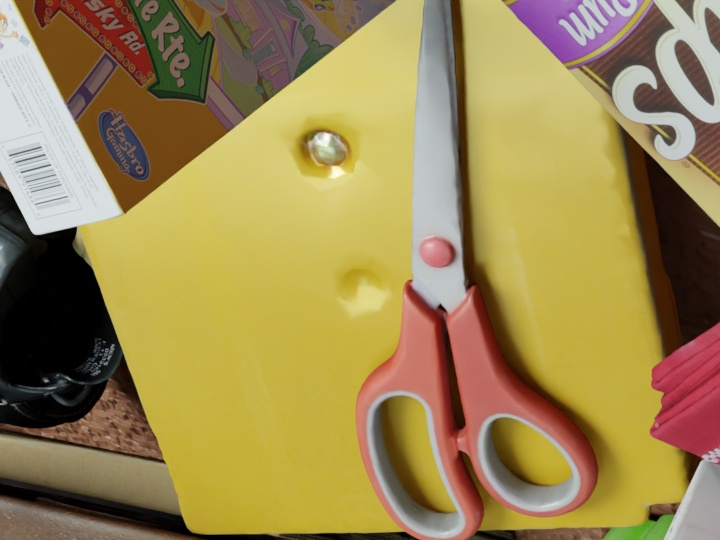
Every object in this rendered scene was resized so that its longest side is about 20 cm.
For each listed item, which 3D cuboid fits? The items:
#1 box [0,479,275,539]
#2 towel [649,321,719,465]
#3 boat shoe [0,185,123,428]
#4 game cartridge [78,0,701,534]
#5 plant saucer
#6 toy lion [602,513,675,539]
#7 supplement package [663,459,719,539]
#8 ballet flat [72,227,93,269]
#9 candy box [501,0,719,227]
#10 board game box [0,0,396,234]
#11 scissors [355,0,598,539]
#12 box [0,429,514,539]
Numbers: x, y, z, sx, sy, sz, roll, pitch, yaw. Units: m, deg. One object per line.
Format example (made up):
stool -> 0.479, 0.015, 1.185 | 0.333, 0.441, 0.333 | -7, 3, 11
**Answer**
box -> -0.110, 0.152, 0.917 | 0.158, 0.200, 0.048 | 17, 107, -11
towel -> 0.190, 0.051, 0.606 | 0.200, 0.023, 0.145 | 23, 155, -8
boat shoe -> -0.124, 0.020, 0.874 | 0.066, 0.075, 0.200 | 23, 156, 20
game cartridge -> 0.004, -0.004, 0.681 | 0.176, 0.032, 0.200 | -3, 126, 18
plant saucer -> -0.095, 0.103, 0.813 | 0.200, 0.035, 0.200 | 13, 174, 1
toy lion -> 0.163, 0.177, 0.833 | 0.191, 0.069, 0.200 | 24, 148, 34
supplement package -> 0.113, 0.179, 0.697 | 0.113, 0.110, 0.200 | 23, 132, 8
ballet flat -> -0.081, -0.049, 0.764 | 0.063, 0.069, 0.200 | 41, 151, 20
candy box -> 0.086, -0.091, 0.540 | 0.200, 0.057, 0.117 | 43, 149, -14
board game box -> -0.070, -0.129, 0.527 | 0.034, 0.134, 0.200 | -10, 114, 42
scissors -> 0.017, 0.004, 0.653 | 0.073, 0.014, 0.200 | -5, 126, 21
box -> -0.064, 0.087, 0.879 | 0.200, 0.021, 0.163 | 8, 173, 34
